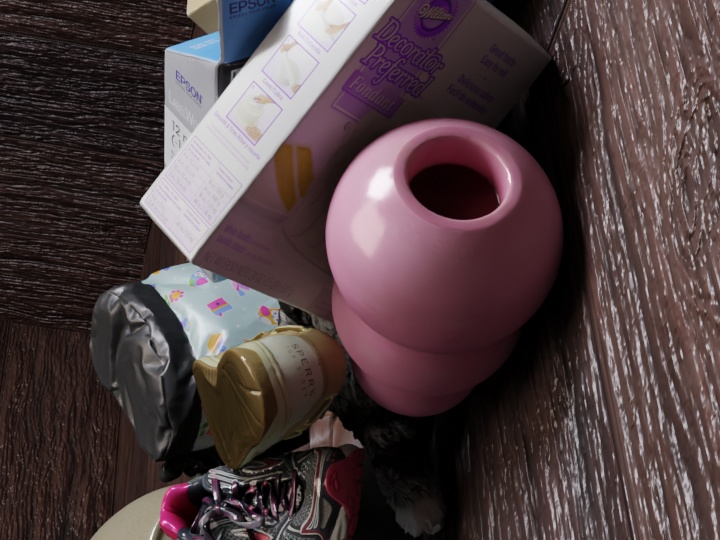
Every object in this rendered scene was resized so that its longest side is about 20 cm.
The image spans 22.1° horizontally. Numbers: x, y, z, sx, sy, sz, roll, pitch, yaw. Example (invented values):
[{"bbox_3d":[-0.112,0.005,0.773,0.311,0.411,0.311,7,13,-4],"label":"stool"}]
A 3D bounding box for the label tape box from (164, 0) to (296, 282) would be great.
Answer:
[{"bbox_3d":[-0.037,-0.105,1.057,0.066,0.143,0.201,45,145,37],"label":"label tape box"}]

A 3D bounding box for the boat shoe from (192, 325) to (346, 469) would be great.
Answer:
[{"bbox_3d":[-0.054,0.074,1.106,0.200,0.066,0.074,158,94,-74],"label":"boat shoe"}]

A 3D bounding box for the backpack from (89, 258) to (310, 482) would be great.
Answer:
[{"bbox_3d":[-0.085,0.059,1.385,0.167,0.199,0.127,56,143,38],"label":"backpack"}]

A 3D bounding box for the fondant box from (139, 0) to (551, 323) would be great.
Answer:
[{"bbox_3d":[-0.006,-0.077,1.009,0.200,0.144,0.058,-52,55,10],"label":"fondant box"}]

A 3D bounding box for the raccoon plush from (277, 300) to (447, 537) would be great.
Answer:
[{"bbox_3d":[0.036,0.050,1.150,0.097,0.134,0.201,-10,103,63],"label":"raccoon plush"}]

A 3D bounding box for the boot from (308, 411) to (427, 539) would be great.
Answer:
[{"bbox_3d":[-0.009,0.139,1.262,0.200,0.064,0.187,155,136,-73],"label":"boot"}]

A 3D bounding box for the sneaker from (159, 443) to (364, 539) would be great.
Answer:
[{"bbox_3d":[-0.060,0.151,1.134,0.200,0.074,0.081,-32,42,56],"label":"sneaker"}]

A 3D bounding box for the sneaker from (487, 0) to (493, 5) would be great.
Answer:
[{"bbox_3d":[0.048,-0.161,1.169,0.200,0.078,0.089,-99,19,-59],"label":"sneaker"}]

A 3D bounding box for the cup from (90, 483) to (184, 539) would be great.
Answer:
[{"bbox_3d":[-0.118,0.240,1.387,0.143,0.199,0.201,116,160,-57],"label":"cup"}]

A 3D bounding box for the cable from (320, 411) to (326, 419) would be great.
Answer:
[{"bbox_3d":[0.000,0.000,1.251,0.200,0.050,0.097,-60,10,3],"label":"cable"}]

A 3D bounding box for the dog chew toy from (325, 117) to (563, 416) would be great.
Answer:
[{"bbox_3d":[0.039,0.010,0.998,0.200,0.124,0.125,100,173,-56],"label":"dog chew toy"}]

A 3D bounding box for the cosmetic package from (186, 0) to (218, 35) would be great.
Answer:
[{"bbox_3d":[0.002,-0.193,1.109,0.200,0.105,0.071,-29,42,28],"label":"cosmetic package"}]
